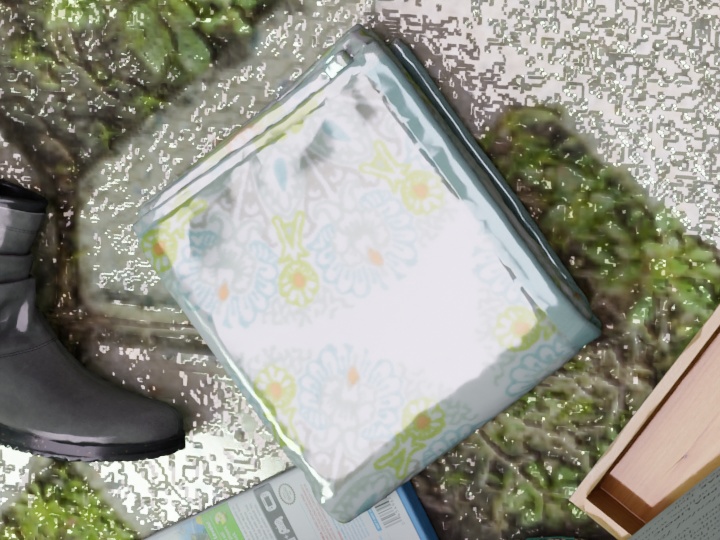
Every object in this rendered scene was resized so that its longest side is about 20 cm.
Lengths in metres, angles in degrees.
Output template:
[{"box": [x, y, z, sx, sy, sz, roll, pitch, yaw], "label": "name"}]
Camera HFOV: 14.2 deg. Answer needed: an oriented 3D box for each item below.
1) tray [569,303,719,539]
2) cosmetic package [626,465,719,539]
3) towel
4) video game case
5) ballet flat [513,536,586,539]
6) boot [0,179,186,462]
[{"box": [0.202, 0.065, 1.414, 0.099, 0.037, 0.200, 39, 108, 9], "label": "tray"}, {"box": [0.171, 0.210, 1.321, 0.165, 0.200, 0.165, -40, 95, 12], "label": "cosmetic package"}, {"box": [0.000, 0.000, 1.460, 0.171, 0.048, 0.200, -37, 83, 16], "label": "towel"}, {"box": [-0.043, 0.187, 1.525, 0.200, 0.018, 0.143, -26, 91, 20], "label": "video game case"}, {"box": [0.116, 0.231, 1.458, 0.075, 0.068, 0.200, -11, 92, 8], "label": "ballet flat"}, {"box": [-0.179, 0.023, 1.520, 0.200, 0.070, 0.132, 13, 98, 12], "label": "boot"}]
